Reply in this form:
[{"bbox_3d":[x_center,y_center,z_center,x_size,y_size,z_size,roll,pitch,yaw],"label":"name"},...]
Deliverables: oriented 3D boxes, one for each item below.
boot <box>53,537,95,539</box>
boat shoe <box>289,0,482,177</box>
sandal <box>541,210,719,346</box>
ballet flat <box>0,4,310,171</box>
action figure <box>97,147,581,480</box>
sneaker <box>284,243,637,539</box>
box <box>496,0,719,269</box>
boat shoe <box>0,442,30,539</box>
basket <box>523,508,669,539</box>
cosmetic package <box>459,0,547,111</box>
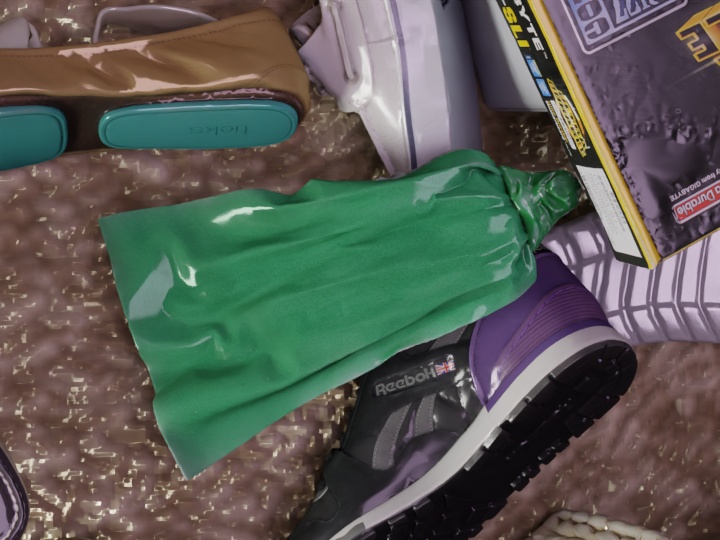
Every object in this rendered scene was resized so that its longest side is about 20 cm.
[{"bbox_3d":[-0.118,0.190,0.853,0.072,0.155,0.201,-11,70,5],"label":"boot"},{"bbox_3d":[0.005,-0.104,0.947,0.070,0.071,0.201,-8,110,18],"label":"boat shoe"},{"bbox_3d":[0.141,-0.004,0.996,0.202,0.050,0.083,-8,99,-1],"label":"sandal"},{"bbox_3d":[-0.122,-0.079,0.916,0.199,0.069,0.063,-5,67,-15],"label":"ballet flat"},{"bbox_3d":[0.000,0.000,0.917,0.199,0.055,0.119,-20,89,10],"label":"action figure"},{"bbox_3d":[0.026,0.071,0.960,0.200,0.088,0.076,-42,147,11],"label":"sneaker"},{"bbox_3d":[0.160,-0.118,0.871,0.200,0.049,0.160,-28,99,-12],"label":"box"},{"bbox_3d":[-0.214,0.052,0.887,0.072,0.065,0.200,-43,103,-10],"label":"boat shoe"},{"bbox_3d":[0.129,0.215,0.962,0.123,0.136,0.200,-45,103,-13],"label":"basket"},{"bbox_3d":[0.132,-0.193,0.944,0.199,0.123,0.200,-19,99,-15],"label":"cosmetic package"}]
